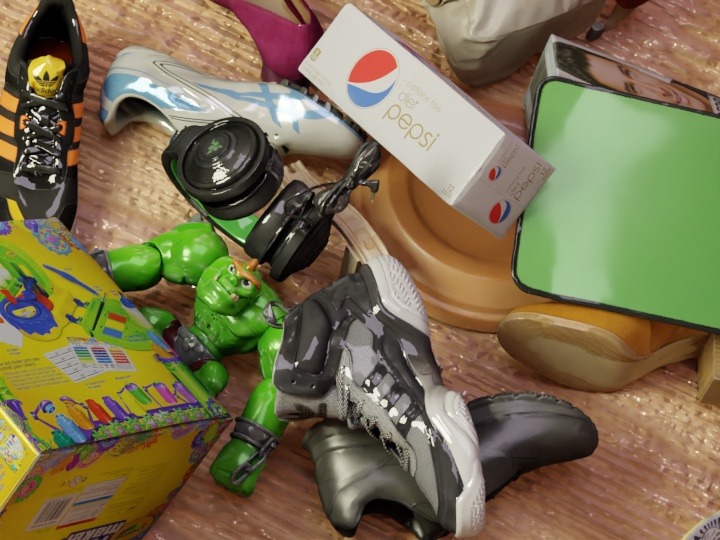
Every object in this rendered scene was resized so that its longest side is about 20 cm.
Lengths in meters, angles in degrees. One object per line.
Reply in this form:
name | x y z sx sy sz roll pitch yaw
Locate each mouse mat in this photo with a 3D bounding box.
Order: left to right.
mouse mat | 0.207 -0.042 1.767 0.199 0.008 0.162 12 72 -8

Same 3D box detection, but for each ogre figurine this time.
ogre figurine | -0.109 0.043 1.717 0.120 0.098 0.200 -42 54 -12

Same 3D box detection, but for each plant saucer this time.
plant saucer | 0.093 -0.048 1.846 0.199 0.038 0.201 4 56 -7

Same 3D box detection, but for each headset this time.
headset | -0.058 -0.057 1.729 0.124 0.200 0.094 46 75 -23

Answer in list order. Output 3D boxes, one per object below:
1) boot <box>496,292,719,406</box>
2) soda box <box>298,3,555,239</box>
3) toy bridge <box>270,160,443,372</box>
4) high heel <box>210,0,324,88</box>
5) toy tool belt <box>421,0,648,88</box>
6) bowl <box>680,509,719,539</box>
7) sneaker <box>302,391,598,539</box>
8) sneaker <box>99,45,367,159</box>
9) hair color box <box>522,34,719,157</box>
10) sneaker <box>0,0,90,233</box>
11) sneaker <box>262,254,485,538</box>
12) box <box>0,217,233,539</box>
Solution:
boot | 0.193 0.013 1.804 0.200 0.071 0.145 13 55 -12
soda box | 0.044 -0.107 1.778 0.064 0.068 0.200 -53 48 7
toy bridge | 0.000 0.000 1.777 0.027 0.067 0.200 -23 63 -24
high heel | -0.075 -0.221 1.895 0.067 0.096 0.201 -19 62 -21
toy tool belt | 0.126 -0.233 1.927 0.199 0.125 0.123 -25 72 -25
bowl | 0.275 0.255 1.635 0.199 0.094 0.202 6 52 -8
sneaker | 0.064 0.136 1.704 0.199 0.076 0.091 -7 66 -6
sneaker | -0.092 -0.106 1.828 0.199 0.072 0.073 14 76 12
hair color box | 0.221 -0.098 1.848 0.199 0.061 0.099 19 22 -7
sneaker | -0.228 -0.105 1.792 0.070 0.090 0.201 6 55 -6
sneaker | 0.005 0.093 1.642 0.113 0.076 0.201 -17 65 -9
box | -0.224 0.077 1.597 0.193 0.122 0.200 48 26 21
